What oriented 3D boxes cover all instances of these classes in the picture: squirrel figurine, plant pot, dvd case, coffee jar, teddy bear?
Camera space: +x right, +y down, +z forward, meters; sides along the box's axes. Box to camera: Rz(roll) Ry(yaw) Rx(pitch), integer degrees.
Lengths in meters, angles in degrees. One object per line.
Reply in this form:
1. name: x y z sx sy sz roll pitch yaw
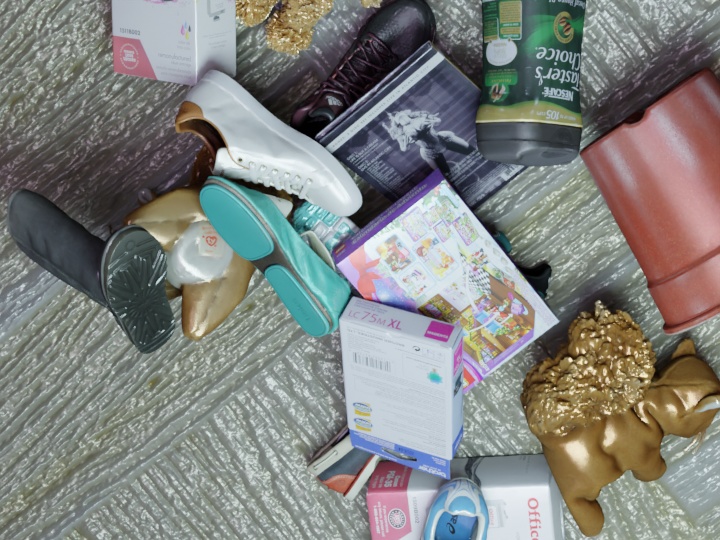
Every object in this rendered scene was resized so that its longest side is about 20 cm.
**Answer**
1. squirrel figurine: 0.265 0.132 1.618 0.186 0.142 0.200 -24 127 10
2. plant pot: 0.323 -0.075 1.551 0.200 0.201 0.196 -33 90 18
3. dvd case: 0.073 -0.125 1.607 0.149 0.016 0.200 -38 133 18
4. coffee jar: 0.164 -0.200 1.553 0.085 0.104 0.201 4 92 45
5. squirrel figurine: -0.166 -0.044 1.666 0.200 0.187 0.142 -41 106 -15
6. teddy bear: -0.047 -0.304 1.606 0.199 0.067 0.145 -31 101 18

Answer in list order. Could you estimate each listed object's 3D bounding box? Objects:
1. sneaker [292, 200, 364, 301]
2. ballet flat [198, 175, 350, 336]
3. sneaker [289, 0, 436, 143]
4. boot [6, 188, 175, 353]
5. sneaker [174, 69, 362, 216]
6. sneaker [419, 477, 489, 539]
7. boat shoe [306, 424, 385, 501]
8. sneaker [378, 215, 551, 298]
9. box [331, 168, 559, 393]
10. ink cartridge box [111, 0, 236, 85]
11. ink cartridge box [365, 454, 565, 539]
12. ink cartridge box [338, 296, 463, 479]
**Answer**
1. sneaker: 0.000 0.000 1.666 0.077 0.091 0.200 -37 111 11
2. ballet flat: -0.079 -0.026 1.575 0.067 0.070 0.200 -19 116 45
3. sneaker: -0.003 -0.183 1.607 0.076 0.116 0.200 39 110 0
4. boot: -0.268 -0.025 1.567 0.200 0.072 0.182 44 152 30
5. sneaker: -0.095 -0.102 1.573 0.200 0.073 0.085 37 65 3
6. sneaker: 0.089 0.313 1.677 0.071 0.073 0.201 9 110 7
7. boat shoe: 0.014 0.158 1.737 0.062 0.071 0.200 33 114 2
8. sneaker: 0.105 -0.018 1.660 0.199 0.071 0.080 28 102 -16
9. box: 0.085 0.016 1.611 0.137 0.039 0.200 -38 112 7
10. ink cartridge box: -0.188 -0.293 1.614 0.116 0.067 0.201 12 110 33
11. ink cartridge box: 0.117 0.282 1.744 0.199 0.083 0.147 -4 106 12
12. ink cartridge box: 0.043 0.120 1.625 0.119 0.042 0.201 15 136 18
